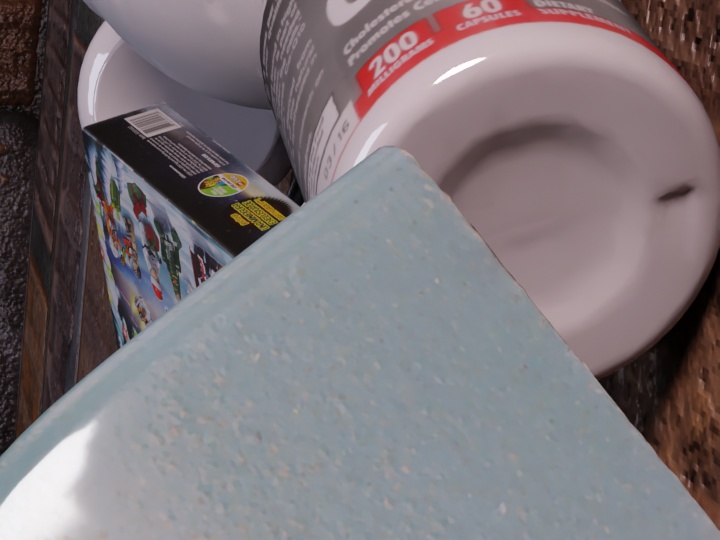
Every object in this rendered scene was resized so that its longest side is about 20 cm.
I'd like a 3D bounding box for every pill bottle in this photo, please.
[{"bbox_3d":[0.029,-0.057,0.644,0.200,0.114,0.114,-112,29,-59],"label":"pill bottle"},{"bbox_3d":[-0.077,-0.087,1.010,0.200,0.112,0.113,-96,12,-80],"label":"pill bottle"}]

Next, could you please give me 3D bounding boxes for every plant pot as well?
[{"bbox_3d":[-0.031,0.129,0.512,0.196,0.200,0.196,52,152,13],"label":"plant pot"}]

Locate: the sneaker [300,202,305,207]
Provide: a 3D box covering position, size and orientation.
[{"bbox_3d":[0.000,0.000,0.810,0.200,0.086,0.075,124,145,-66],"label":"sneaker"}]

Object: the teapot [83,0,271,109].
[{"bbox_3d":[-0.060,-0.155,0.809,0.198,0.146,0.200,-59,-38,-43],"label":"teapot"}]

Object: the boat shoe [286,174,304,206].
[{"bbox_3d":[-0.017,-0.024,0.937,0.067,0.057,0.200,-107,25,-55],"label":"boat shoe"}]

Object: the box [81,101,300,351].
[{"bbox_3d":[-0.037,0.036,0.755,0.200,0.040,0.137,37,141,51],"label":"box"}]
